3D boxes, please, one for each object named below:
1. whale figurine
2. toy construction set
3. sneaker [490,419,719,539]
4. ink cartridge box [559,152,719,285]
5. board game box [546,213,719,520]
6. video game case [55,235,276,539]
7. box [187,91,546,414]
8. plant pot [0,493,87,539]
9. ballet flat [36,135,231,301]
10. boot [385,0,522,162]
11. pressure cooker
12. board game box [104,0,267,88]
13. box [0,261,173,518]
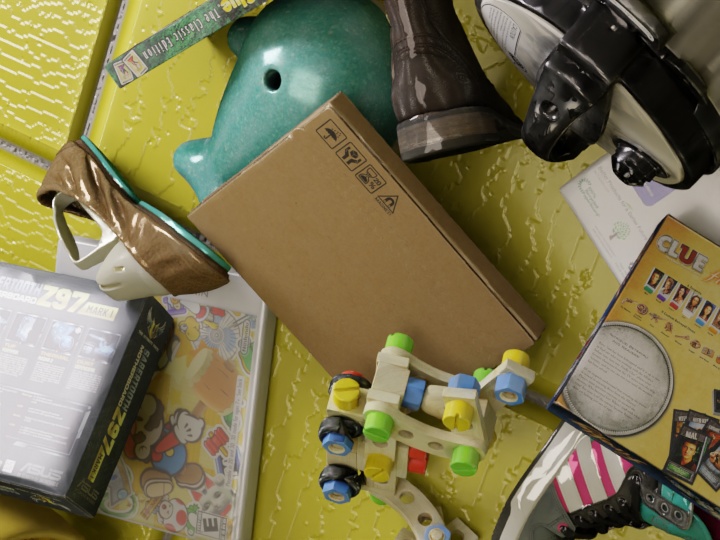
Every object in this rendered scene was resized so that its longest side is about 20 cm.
[{"bbox_3d":[-0.056,-0.102,1.125,0.200,0.104,0.160,-35,75,27],"label":"whale figurine"},{"bbox_3d":[0.038,0.121,1.099,0.130,0.092,0.201,10,130,6],"label":"toy construction set"},{"bbox_3d":[0.172,0.148,1.062,0.121,0.083,0.201,40,109,26],"label":"sneaker"},{"bbox_3d":[0.229,-0.066,1.034,0.200,0.039,0.100,-36,80,25],"label":"ink cartridge box"},{"bbox_3d":[0.229,0.077,0.994,0.199,0.035,0.136,33,79,5],"label":"board game box"},{"bbox_3d":[-0.152,0.088,1.237,0.181,0.023,0.202,11,100,24],"label":"video game case"},{"bbox_3d":[0.000,0.000,1.095,0.200,0.021,0.163,48,134,-10],"label":"box"},{"bbox_3d":[-0.322,0.231,1.247,0.188,0.200,0.202,30,108,35],"label":"plant pot"},{"bbox_3d":[-0.167,-0.024,1.176,0.072,0.068,0.200,-47,52,-5],"label":"ballet flat"},{"bbox_3d":[0.044,-0.157,1.015,0.069,0.200,0.175,-13,92,11],"label":"boot"},{"bbox_3d":[0.161,-0.142,0.929,0.200,0.176,0.179,-48,40,-2],"label":"pressure cooker"},{"bbox_3d":[-0.072,-0.182,1.101,0.199,0.105,0.024,-22,102,40],"label":"board game box"},{"bbox_3d":[-0.251,0.076,1.204,0.199,0.051,0.159,10,68,23],"label":"box"}]
